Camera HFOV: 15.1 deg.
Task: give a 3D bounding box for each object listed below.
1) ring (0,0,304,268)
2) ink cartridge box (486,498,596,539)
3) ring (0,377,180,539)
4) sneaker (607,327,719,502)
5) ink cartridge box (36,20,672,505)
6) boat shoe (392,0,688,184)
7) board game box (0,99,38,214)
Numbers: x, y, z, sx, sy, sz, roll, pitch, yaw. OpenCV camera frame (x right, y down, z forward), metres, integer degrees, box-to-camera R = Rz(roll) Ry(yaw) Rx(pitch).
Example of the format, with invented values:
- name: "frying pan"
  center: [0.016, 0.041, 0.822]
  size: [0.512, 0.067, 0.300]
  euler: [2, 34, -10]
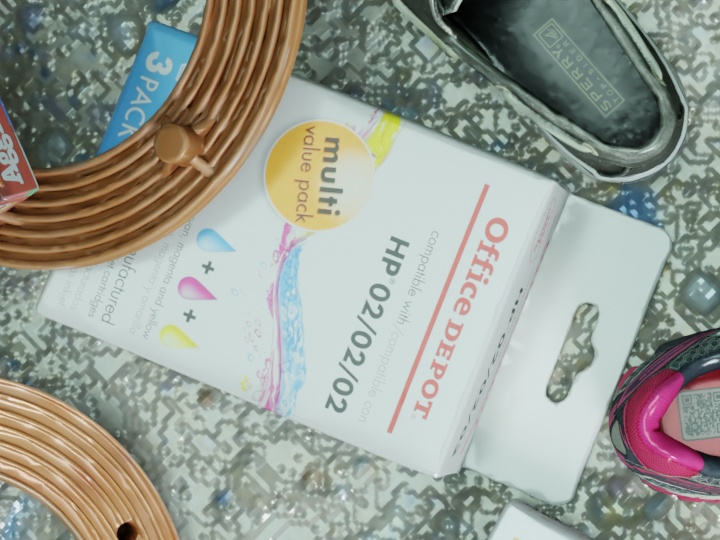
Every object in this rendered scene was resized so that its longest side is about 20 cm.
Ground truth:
- name: "ring"
  center: [-0.111, -0.101, 0.956]
  size: [0.200, 0.019, 0.201]
  euler: [-1, 87, 26]
- name: "ink cartridge box"
  center: [0.051, 0.191, 0.984]
  size: [0.095, 0.037, 0.200]
  euler: [27, 89, 8]
- name: "ring"
  center: [-0.156, 0.136, 0.984]
  size: [0.200, 0.019, 0.201]
  euler: [-1, 93, -24]
- name: "sneaker"
  center: [0.186, 0.043, 0.949]
  size: [0.200, 0.075, 0.081]
  euler: [-16, 85, 7]
- name: "ink cartridge box"
  center: [0.000, 0.000, 0.983]
  size: [0.200, 0.068, 0.115]
  euler: [22, 92, 9]
- name: "boat shoe"
  center: [0.044, -0.114, 0.983]
  size: [0.200, 0.064, 0.071]
  euler: [44, 94, 8]
- name: "board game box"
  center: [-0.197, -0.038, 0.981]
  size: [0.200, 0.019, 0.103]
  euler: [-29, 85, 44]
